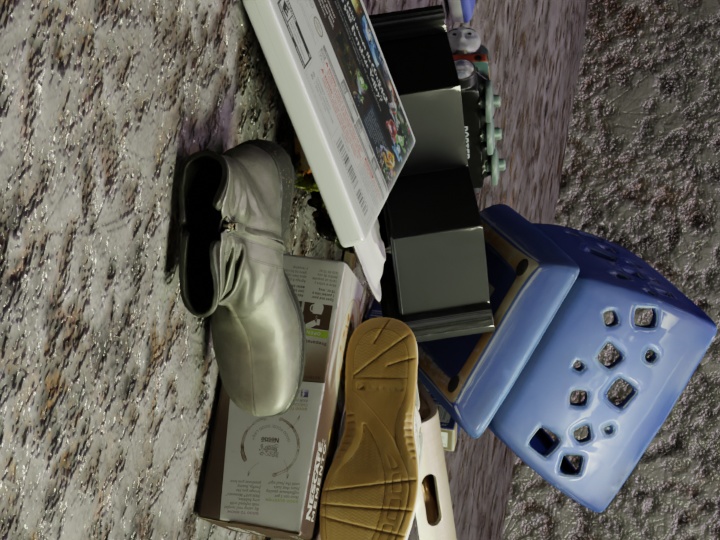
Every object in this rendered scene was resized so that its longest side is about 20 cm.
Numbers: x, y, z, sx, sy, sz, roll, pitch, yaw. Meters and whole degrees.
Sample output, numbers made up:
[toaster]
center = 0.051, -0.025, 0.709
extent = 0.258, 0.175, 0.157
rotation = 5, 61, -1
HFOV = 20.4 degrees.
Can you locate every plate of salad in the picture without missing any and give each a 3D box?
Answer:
[plate of salad]
center = -0.023, -0.069, 1.568
extent = 0.200, 0.048, 0.201
rotation = -17, 90, -86

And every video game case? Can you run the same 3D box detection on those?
[video game case]
center = -0.019, -0.144, 1.472
extent = 0.182, 0.023, 0.200
rotation = -63, 135, -59

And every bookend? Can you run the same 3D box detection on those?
[bookend]
center = 0.046, -0.079, 1.664
extent = 0.200, 0.092, 0.199
rotation = -99, -179, -50

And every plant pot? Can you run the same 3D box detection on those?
[plant pot]
center = 0.159, 0.063, 1.755
extent = 0.200, 0.179, 0.200
rotation = -60, -154, 9

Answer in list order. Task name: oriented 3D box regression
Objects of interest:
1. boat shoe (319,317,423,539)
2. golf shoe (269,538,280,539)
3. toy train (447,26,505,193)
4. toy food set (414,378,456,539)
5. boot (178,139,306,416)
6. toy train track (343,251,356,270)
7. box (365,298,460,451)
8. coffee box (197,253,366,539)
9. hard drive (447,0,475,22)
[boat shoe]
center = 0.016, 0.139, 1.482
extent = 0.069, 0.071, 0.201
rotation = 57, 40, -73
[golf shoe]
center = -0.039, 0.146, 1.665
extent = 0.200, 0.091, 0.075
rotation = -65, -154, 2
[toy train]
center = 0.114, -0.174, 2.195
extent = 0.200, 0.085, 0.114
rotation = 81, 8, -52
[toy food set]
center = 0.032, 0.162, 1.746
extent = 0.200, 0.060, 0.144
rotation = -122, -159, -67
[boot]
center = -0.090, 0.013, 1.329
extent = 0.131, 0.068, 0.201
rotation = -34, 124, -69
[toy train track]
center = 0.000, 0.000, 1.831
extent = 0.115, 0.032, 0.201
rotation = 54, 45, -74
[box]
center = 0.051, 0.093, 1.924
extent = 0.200, 0.121, 0.032
rotation = -68, 162, -51
[coffee box]
center = -0.055, 0.096, 1.485
extent = 0.114, 0.079, 0.201
rotation = 54, 44, -75
[hard drive]
center = 0.111, -0.375, 2.161
extent = 0.200, 0.025, 0.132
rotation = 72, 28, -66
